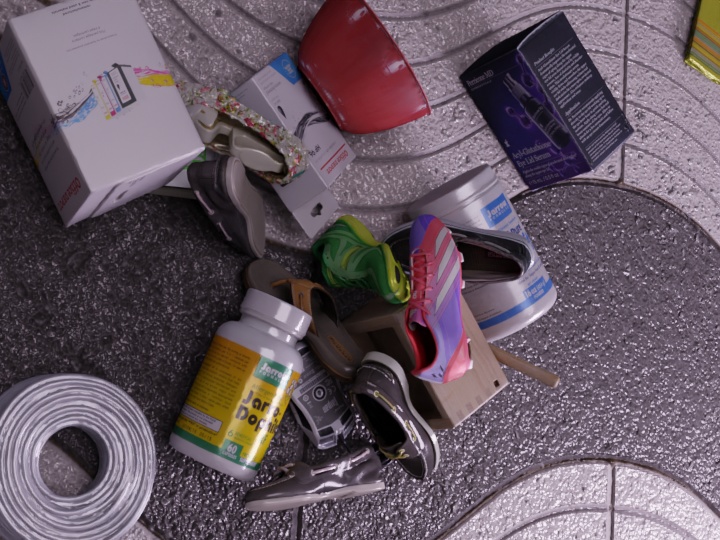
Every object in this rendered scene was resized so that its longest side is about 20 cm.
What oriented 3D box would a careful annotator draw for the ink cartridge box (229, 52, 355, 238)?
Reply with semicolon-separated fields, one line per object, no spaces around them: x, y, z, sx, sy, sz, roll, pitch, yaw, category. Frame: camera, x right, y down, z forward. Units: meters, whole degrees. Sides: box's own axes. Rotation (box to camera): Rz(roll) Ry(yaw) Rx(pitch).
-0.077;-0.155;1.513;0.201;0.067;0.116;55;30;-11;ink cartridge box

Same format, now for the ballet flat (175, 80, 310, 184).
-0.151;-0.159;1.421;0.197;0.076;0.064;23;32;1;ballet flat

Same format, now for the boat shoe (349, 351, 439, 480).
0.038;0.189;1.481;0.061;0.071;0.203;-56;135;-36;boat shoe

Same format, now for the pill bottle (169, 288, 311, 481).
-0.133;0.130;1.419;0.112;0.112;0.203;27;82;-22;pill bottle

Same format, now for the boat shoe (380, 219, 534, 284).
0.115;-0.022;1.519;0.071;0.196;0.073;-47;136;-67;boat shoe

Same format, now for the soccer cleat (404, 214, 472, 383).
0.080;0.030;1.416;0.076;0.066;0.204;3;73;-39;soccer cleat

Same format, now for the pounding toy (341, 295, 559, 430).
0.105;0.105;1.526;0.141;0.199;0.186;-34;99;-29;pounding toy

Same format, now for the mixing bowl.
-0.011;-0.248;1.540;0.108;0.200;0.202;-35;100;-2;mixing bowl

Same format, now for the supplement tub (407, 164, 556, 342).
0.161;-0.021;1.616;0.131;0.131;0.202;-34;100;-28;supplement tub

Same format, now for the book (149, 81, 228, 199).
-0.254;-0.162;1.461;0.197;0.048;0.136;5;77;-26;book

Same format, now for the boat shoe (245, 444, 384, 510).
-0.057;0.243;1.444;0.198;0.067;0.058;0;71;-40;boat shoe

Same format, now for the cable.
-0.323;0.212;1.346;0.198;0.069;0.203;28;70;-23;cable

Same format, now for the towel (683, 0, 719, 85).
0.568;-0.403;1.967;0.085;0.018;0.203;27;69;-29;towel

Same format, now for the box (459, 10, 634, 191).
0.255;-0.230;1.692;0.104;0.147;0.201;-40;100;-27;box

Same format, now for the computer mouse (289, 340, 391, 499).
-0.043;0.178;1.525;0.109;0.044;0.202;-31;103;-24;computer mouse

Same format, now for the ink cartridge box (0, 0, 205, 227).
-0.289;-0.178;1.342;0.143;0.147;0.203;-25;90;-27;ink cartridge box

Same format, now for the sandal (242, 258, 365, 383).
-0.059;0.052;1.491;0.200;0.055;0.081;46;36;16;sandal

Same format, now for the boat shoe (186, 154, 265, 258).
-0.154;-0.076;1.444;0.056;0.201;0.068;3;65;9;boat shoe

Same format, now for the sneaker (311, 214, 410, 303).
0.000;0.000;1.500;0.083;0.200;0.075;-35;120;-8;sneaker
